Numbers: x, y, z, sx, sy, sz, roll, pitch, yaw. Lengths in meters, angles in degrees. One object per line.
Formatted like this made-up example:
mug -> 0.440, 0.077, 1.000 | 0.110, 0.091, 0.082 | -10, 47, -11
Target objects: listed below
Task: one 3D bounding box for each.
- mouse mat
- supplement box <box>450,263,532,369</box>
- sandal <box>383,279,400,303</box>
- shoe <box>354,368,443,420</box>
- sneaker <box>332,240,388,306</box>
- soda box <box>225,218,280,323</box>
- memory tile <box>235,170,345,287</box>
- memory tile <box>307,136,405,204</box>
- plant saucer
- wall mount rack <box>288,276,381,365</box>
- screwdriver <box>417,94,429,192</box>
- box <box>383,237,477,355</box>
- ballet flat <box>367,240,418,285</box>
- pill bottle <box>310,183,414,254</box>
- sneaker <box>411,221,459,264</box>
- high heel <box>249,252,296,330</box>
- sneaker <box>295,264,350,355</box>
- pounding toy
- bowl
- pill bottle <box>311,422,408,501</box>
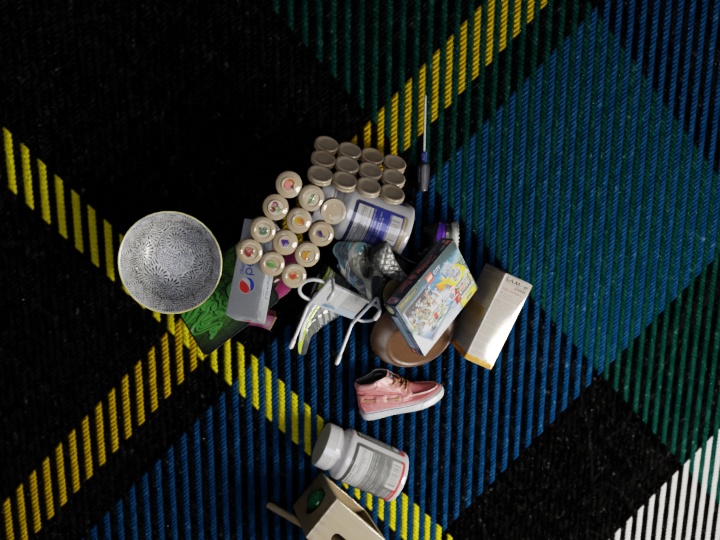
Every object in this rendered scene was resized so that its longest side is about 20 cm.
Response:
mouse mat -> -0.285, 0.056, 1.222 | 0.199, 0.008, 0.162 | -37, 76, 1
supplement box -> 0.282, 0.097, 1.289 | 0.073, 0.126, 0.202 | 23, 97, -11
sandal -> 0.108, 0.073, 1.295 | 0.077, 0.070, 0.212 | -29, 126, 15
shoe -> 0.086, 0.265, 1.317 | 0.197, 0.072, 0.092 | -15, 108, -1
sneaker -> 0.000, 0.000, 1.235 | 0.078, 0.085, 0.201 | -57, 149, -25
soda box -> -0.214, 0.001, 1.187 | 0.067, 0.063, 0.203 | 6, 77, 7
memory tile -> -0.132, -0.075, 1.127 | 0.152, 0.017, 0.201 | 30, 100, -18
memory tile -> -0.005, -0.203, 1.186 | 0.197, 0.155, 0.017 | 13, 136, -8
plant saucer -> 0.120, 0.145, 1.275 | 0.197, 0.037, 0.202 | -8, 130, -10
wall mount rack -> -0.055, 0.102, 1.213 | 0.198, 0.075, 0.174 | 24, 126, -25
screwdriver -> 0.136, -0.269, 1.247 | 0.027, 0.029, 0.203 | -1, 105, -8
box -> 0.147, 0.051, 1.187 | 0.200, 0.037, 0.137 | -47, 122, -25
ballet flat -> 0.098, -0.001, 1.187 | 0.199, 0.067, 0.057 | 24, 131, -38
pill bottle -> 0.001, -0.110, 1.213 | 0.198, 0.120, 0.121 | 20, 97, -11
sneaker -> 0.160, -0.008, 1.287 | 0.098, 0.070, 0.203 | 2, 97, -1
high heel -> -0.199, 0.027, 1.237 | 0.095, 0.068, 0.202 | 21, 110, -21
sneaker -> -0.083, 0.094, 1.264 | 0.080, 0.074, 0.202 | 22, 98, -15
pounding toy -> -0.081, 0.560, 1.305 | 0.200, 0.184, 0.142 | 44, 80, -13
bowl -> -0.376, -0.023, 1.186 | 0.198, 0.094, 0.204 | -2, 101, -8
pill bottle -> -0.002, 0.425, 1.313 | 0.198, 0.114, 0.115 | 27, 96, -12
